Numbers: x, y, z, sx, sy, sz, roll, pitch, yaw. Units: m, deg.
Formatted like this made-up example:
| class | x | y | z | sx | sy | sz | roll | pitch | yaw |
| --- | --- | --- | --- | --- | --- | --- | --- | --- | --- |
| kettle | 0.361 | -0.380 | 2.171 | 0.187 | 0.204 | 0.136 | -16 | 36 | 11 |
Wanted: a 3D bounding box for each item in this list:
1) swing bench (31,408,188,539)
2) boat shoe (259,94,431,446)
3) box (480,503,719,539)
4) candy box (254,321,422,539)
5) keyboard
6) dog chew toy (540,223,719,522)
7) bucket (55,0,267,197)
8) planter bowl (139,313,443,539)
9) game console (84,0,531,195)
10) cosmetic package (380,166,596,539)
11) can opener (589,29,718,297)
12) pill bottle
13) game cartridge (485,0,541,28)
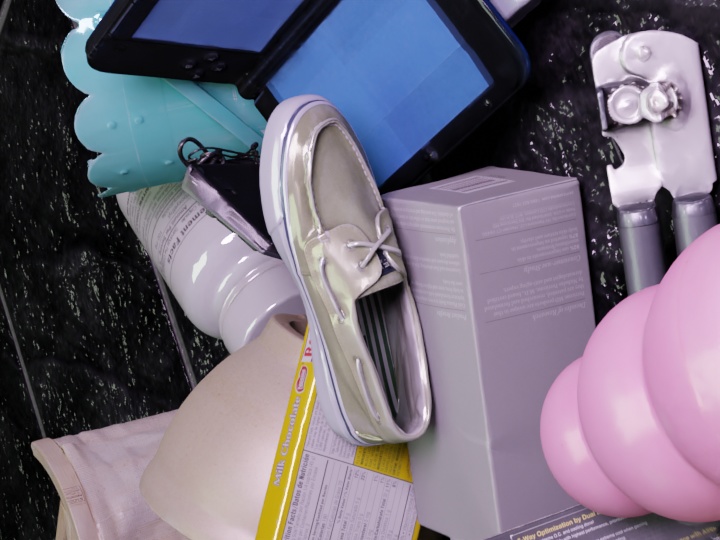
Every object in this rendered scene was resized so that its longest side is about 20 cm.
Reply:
| class | x | y | z | sx | sy | sz | roll | pitch | yaw |
| --- | --- | --- | --- | --- | --- | --- | --- | --- | --- |
| swing bench | -0.134 | 0.214 | 1.375 | 0.130 | 0.197 | 0.202 | 43 | 138 | 48 |
| boat shoe | 0.000 | 0.000 | 0.997 | 0.062 | 0.072 | 0.202 | 0 | 108 | 51 |
| box | 0.115 | 0.195 | 0.869 | 0.050 | 0.198 | 0.159 | 74 | 175 | -75 |
| candy box | 0.005 | 0.078 | 1.057 | 0.026 | 0.102 | 0.202 | -2 | 71 | 56 |
| keyboard | -0.051 | -0.035 | 1.104 | 0.104 | 0.200 | 0.040 | 44 | 107 | 16 |
| dog chew toy | 0.154 | 0.054 | 0.795 | 0.200 | 0.124 | 0.126 | -34 | 70 | 51 |
| bucket | -0.119 | -0.152 | 1.192 | 0.207 | 0.133 | 0.209 | -7 | -90 | -89 |
| planter bowl | -0.026 | 0.110 | 1.154 | 0.200 | 0.199 | 0.136 | 31 | 102 | 56 |
| game console | -0.035 | -0.117 | 0.997 | 0.200 | 0.169 | 0.119 | -41 | 55 | 49 |
| cosmetic package | 0.076 | 0.050 | 1.017 | 0.107 | 0.089 | 0.202 | 14 | 116 | 62 |
| can opener | 0.152 | -0.021 | 0.887 | 0.066 | 0.052 | 0.202 | -26 | -73 | -81 |
| pill bottle | -0.086 | -0.017 | 1.277 | 0.200 | 0.113 | 0.115 | 54 | 145 | 39 |
| game cartridge | 0.018 | -0.165 | 1.023 | 0.134 | 0.040 | 0.200 | 59 | 140 | 7 |
